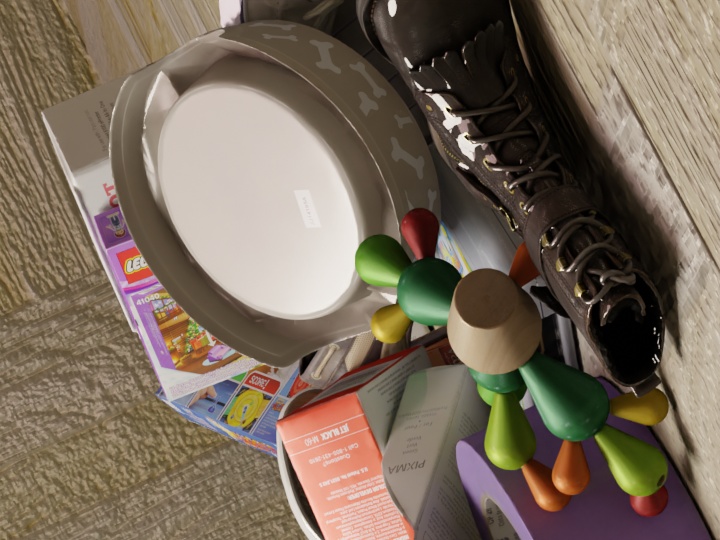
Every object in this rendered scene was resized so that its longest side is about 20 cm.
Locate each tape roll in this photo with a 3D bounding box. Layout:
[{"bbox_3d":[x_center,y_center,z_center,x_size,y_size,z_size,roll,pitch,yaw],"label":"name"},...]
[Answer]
[{"bbox_3d":[0.132,0.164,1.519,0.200,0.085,0.200,63,171,17],"label":"tape roll"}]

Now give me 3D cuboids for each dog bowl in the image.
[{"bbox_3d":[-0.042,-0.046,1.536,0.200,0.059,0.200,21,129,29],"label":"dog bowl"}]

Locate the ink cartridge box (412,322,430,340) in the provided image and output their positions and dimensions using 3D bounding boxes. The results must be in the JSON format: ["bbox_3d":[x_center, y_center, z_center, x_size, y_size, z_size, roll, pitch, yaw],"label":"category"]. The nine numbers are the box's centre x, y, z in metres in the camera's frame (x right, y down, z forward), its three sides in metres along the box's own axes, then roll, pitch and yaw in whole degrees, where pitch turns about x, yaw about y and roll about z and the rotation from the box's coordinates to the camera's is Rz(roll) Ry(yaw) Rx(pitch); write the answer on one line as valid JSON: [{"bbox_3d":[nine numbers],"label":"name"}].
[{"bbox_3d":[0.028,0.110,2.065,0.200,0.085,0.146,63,173,-2],"label":"ink cartridge box"}]

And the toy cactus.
[{"bbox_3d":[0.078,0.035,1.390,0.200,0.102,0.165,50,175,18],"label":"toy cactus"}]

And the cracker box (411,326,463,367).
[{"bbox_3d":[0.072,0.104,1.840,0.134,0.058,0.200,65,172,0],"label":"cracker box"}]

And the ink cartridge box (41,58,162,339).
[{"bbox_3d":[-0.084,-0.068,1.808,0.084,0.200,0.145,-121,9,-49],"label":"ink cartridge box"}]

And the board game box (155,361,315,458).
[{"bbox_3d":[-0.052,0.055,1.919,0.034,0.135,0.200,40,169,-26],"label":"board game box"}]

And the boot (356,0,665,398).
[{"bbox_3d":[0.080,-0.048,1.290,0.174,0.069,0.200,59,-179,38],"label":"boot"}]

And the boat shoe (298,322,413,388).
[{"bbox_3d":[0.000,0.000,1.729,0.075,0.073,0.200,-104,19,-57],"label":"boat shoe"}]

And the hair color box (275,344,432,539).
[{"bbox_3d":[0.032,0.158,1.694,0.200,0.064,0.111,66,-154,-3],"label":"hair color box"}]

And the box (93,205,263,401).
[{"bbox_3d":[-0.052,-0.011,1.777,0.039,0.200,0.137,-115,5,-49],"label":"box"}]

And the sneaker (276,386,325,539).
[{"bbox_3d":[0.001,0.170,1.813,0.200,0.073,0.085,63,169,3],"label":"sneaker"}]

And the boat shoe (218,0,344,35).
[{"bbox_3d":[-0.023,-0.173,1.536,0.086,0.075,0.202,21,128,30],"label":"boat shoe"}]

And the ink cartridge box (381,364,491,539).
[{"bbox_3d":[0.064,0.178,1.632,0.161,0.050,0.200,52,-139,-31],"label":"ink cartridge box"}]

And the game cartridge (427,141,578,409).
[{"bbox_3d":[0.080,0.016,1.591,0.200,0.040,0.133,75,171,-53],"label":"game cartridge"}]

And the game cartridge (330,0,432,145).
[{"bbox_3d":[-0.042,-0.087,1.652,0.200,0.038,0.130,-35,71,37],"label":"game cartridge"}]
